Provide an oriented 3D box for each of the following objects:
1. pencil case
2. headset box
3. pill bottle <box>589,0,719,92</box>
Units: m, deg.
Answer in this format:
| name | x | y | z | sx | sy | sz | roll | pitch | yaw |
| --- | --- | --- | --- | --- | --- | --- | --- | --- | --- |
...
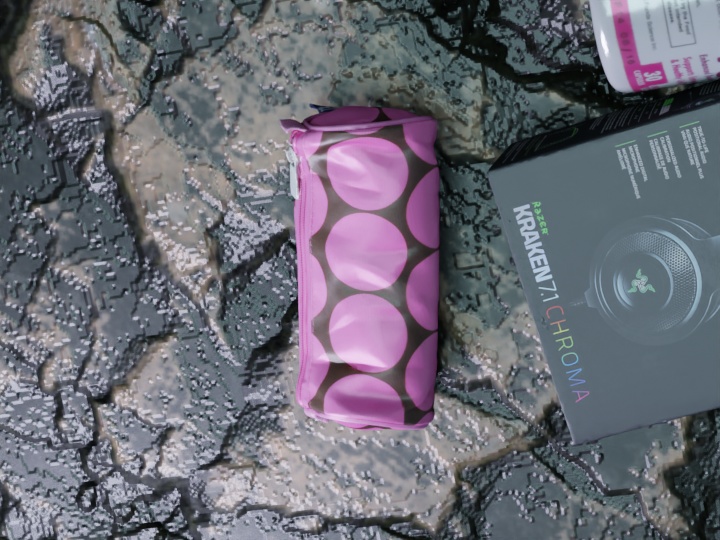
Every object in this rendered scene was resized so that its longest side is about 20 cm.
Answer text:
| name | x | y | z | sx | sy | sz | roll | pitch | yaw |
| --- | --- | --- | --- | --- | --- | --- | --- | --- | --- |
| pencil case | 0.000 | 0.000 | 1.271 | 0.093 | 0.091 | 0.201 | -6 | 102 | -21 |
| headset box | 0.198 | -0.013 | 1.216 | 0.199 | 0.093 | 0.175 | -15 | 100 | 16 |
| pill bottle | 0.230 | -0.168 | 1.160 | 0.199 | 0.113 | 0.114 | -8 | 101 | 15 |
